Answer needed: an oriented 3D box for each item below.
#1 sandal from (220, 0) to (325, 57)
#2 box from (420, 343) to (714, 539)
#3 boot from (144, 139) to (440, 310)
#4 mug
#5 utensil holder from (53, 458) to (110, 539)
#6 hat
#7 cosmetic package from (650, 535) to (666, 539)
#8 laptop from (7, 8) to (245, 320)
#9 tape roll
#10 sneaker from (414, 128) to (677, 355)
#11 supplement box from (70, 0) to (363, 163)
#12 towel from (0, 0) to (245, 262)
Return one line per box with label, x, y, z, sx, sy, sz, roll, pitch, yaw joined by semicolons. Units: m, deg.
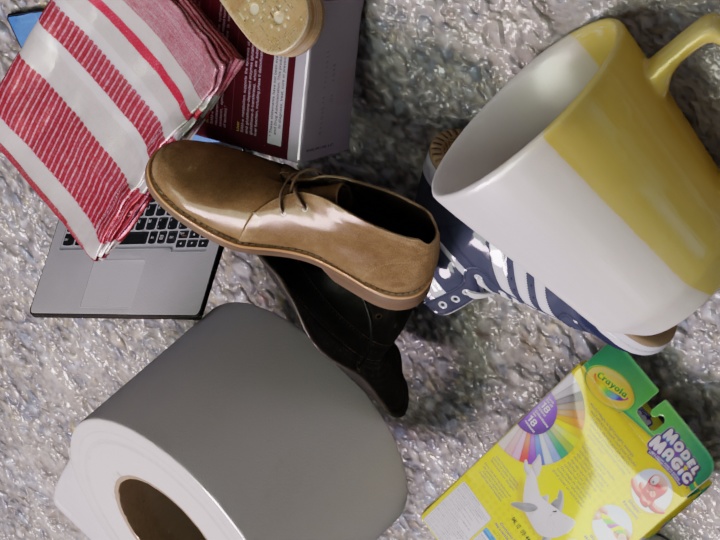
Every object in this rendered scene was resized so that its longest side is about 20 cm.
sandal;-0.108;-0.217;1.375;0.212;0.070;0.078;48;112;23
box;0.144;0.146;1.474;0.117;0.048;0.200;52;121;14
boot;-0.041;-0.046;1.393;0.199;0.074;0.076;21;149;4
mug;0.155;-0.047;1.283;0.153;0.150;0.186;46;149;-14
utensil holder;-0.114;0.186;1.708;0.200;0.170;0.170;40;141;12
hat;0.000;0.000;1.492;0.081;0.201;0.201;-37;98;10
cosmetic package;0.157;0.268;1.604;0.113;0.081;0.201;24;138;25
laptop;-0.187;-0.078;1.584;0.187;0.201;0.116;-1;157;43
tape roll;-0.085;0.143;1.524;0.202;0.139;0.203;33;147;25
sneaker;0.111;0.006;1.419;0.200;0.070;0.109;41;137;17
supplement box;-0.099;-0.148;1.456;0.199;0.061;0.109;17;111;30
towel;-0.173;-0.119;1.465;0.144;0.023;0.200;49;125;16
